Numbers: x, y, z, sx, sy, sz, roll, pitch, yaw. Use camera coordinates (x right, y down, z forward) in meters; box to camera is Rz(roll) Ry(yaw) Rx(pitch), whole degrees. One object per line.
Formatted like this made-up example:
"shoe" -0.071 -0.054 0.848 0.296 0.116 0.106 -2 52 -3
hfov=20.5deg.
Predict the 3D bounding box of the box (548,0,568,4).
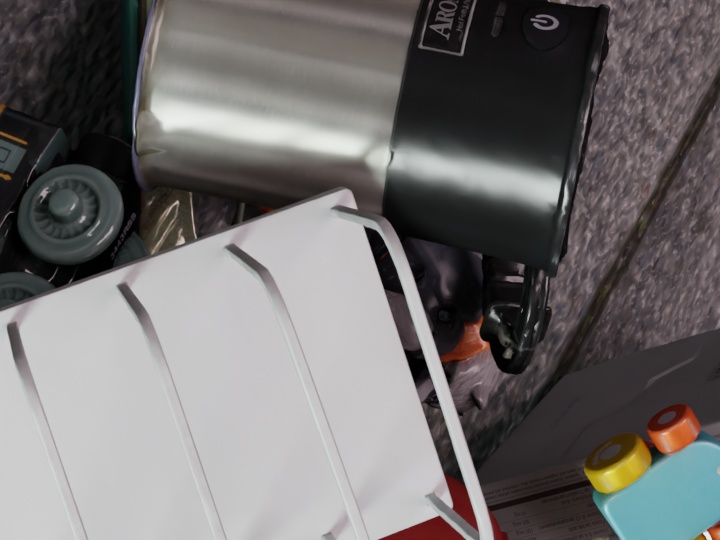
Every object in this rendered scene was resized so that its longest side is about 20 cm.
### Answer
"box" 0.042 -0.203 1.062 0.201 0.037 0.137 60 31 -20

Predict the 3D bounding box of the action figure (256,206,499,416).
"action figure" 0.000 0.000 0.999 0.194 0.104 0.200 53 50 -10

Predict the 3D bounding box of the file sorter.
"file sorter" -0.064 0.069 0.743 0.198 0.124 0.140 -20 98 -10

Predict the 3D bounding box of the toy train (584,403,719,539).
"toy train" 0.146 0.158 0.930 0.149 0.056 0.202 16 99 -13

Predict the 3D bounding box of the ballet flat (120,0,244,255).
"ballet flat" -0.086 -0.054 0.951 0.062 0.067 0.202 2 93 -12

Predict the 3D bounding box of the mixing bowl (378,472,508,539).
"mixing bowl" 0.013 0.166 0.904 0.107 0.200 0.202 2 84 1

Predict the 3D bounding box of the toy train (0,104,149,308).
"toy train" -0.170 0.020 0.852 0.201 0.113 0.085 -64 164 -18

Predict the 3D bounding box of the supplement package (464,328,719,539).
"supplement package" 0.167 0.114 1.048 0.112 0.155 0.200 68 26 -7

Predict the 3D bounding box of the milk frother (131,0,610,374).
"milk frother" 0.005 -0.046 0.897 0.181 0.186 0.202 -65 166 -65
